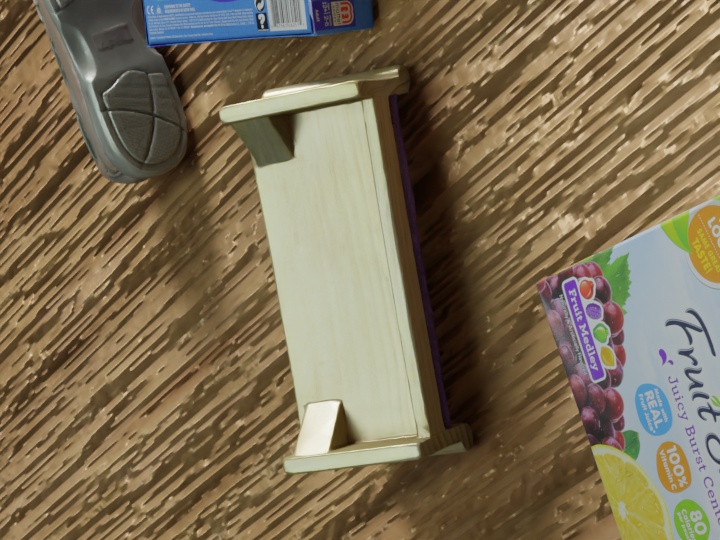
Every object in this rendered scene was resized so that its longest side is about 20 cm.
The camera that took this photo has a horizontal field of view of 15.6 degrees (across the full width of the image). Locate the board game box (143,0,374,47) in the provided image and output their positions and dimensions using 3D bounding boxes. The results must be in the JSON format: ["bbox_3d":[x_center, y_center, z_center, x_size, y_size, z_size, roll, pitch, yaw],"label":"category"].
[{"bbox_3d":[-0.065,-0.222,1.383,0.152,0.045,0.201,3,102,51],"label":"board game box"}]

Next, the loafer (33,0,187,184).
[{"bbox_3d":[-0.157,-0.145,1.499,0.063,0.072,0.201,-18,88,58],"label":"loafer"}]

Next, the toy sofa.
[{"bbox_3d":[0.000,0.000,1.344,0.083,0.098,0.201,-9,92,26],"label":"toy sofa"}]

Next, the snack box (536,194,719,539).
[{"bbox_3d":[0.168,0.075,1.165,0.142,0.053,0.201,-28,79,49],"label":"snack box"}]
